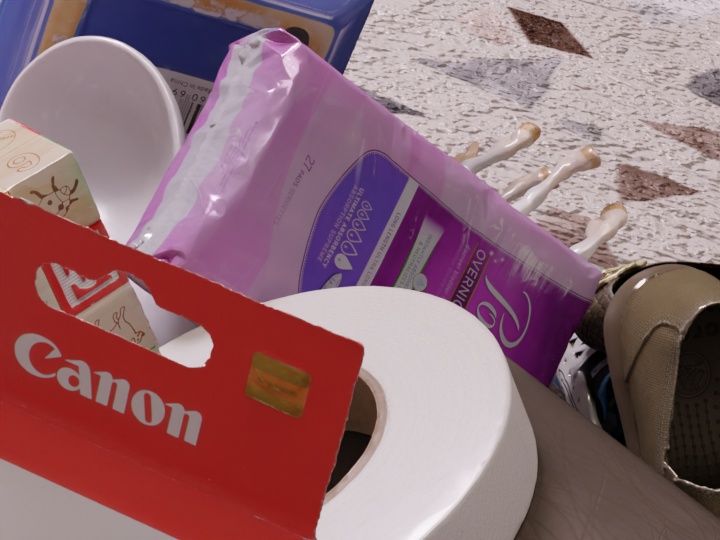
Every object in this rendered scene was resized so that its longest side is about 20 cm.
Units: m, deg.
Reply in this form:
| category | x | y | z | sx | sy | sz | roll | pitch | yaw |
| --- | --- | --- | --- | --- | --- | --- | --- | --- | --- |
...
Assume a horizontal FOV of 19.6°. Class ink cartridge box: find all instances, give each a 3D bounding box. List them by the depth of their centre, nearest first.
| category | x | y | z | sx | sy | sz | roll | pitch | yaw |
| --- | --- | --- | --- | --- | --- | --- | --- | --- | --- |
| ink cartridge box | -0.096 | 0.087 | 0.649 | 0.160 | 0.201 | 0.050 | 22 | 29 | 14 |

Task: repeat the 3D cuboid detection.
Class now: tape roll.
| category | x | y | z | sx | sy | sz | roll | pitch | yaw |
| --- | --- | --- | --- | --- | --- | --- | --- | --- | --- |
| tape roll | -0.035 | 0.079 | 0.761 | 0.201 | 0.037 | 0.203 | -17 | 30 | 10 |

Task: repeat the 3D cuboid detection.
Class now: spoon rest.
| category | x | y | z | sx | sy | sz | roll | pitch | yaw |
| --- | --- | --- | --- | --- | --- | --- | --- | --- | --- |
| spoon rest | -0.097 | -0.016 | 0.947 | 0.201 | 0.099 | 0.061 | 55 | 19 | 9 |

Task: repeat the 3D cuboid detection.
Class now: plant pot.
| category | x | y | z | sx | sy | sz | roll | pitch | yaw |
| --- | --- | --- | --- | --- | --- | --- | --- | --- | --- |
| plant pot | -0.102 | -0.135 | 1.098 | 0.199 | 0.201 | 0.180 | 15 | 35 | -16 |

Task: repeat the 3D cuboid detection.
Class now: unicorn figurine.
| category | x | y | z | sx | sy | sz | roll | pitch | yaw |
| --- | --- | --- | --- | --- | --- | --- | --- | --- | --- |
| unicorn figurine | 0.062 | -0.018 | 1.072 | 0.137 | 0.074 | 0.200 | -33 | 5 | -13 |

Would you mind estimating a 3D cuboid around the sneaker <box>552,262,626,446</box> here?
| category | x | y | z | sx | sy | sz | roll | pitch | yaw |
| --- | --- | --- | --- | --- | --- | --- | --- | --- | --- |
| sneaker | 0.127 | 0.048 | 1.004 | 0.072 | 0.073 | 0.200 | -27 | 37 | 1 |

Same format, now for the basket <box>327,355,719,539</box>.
| category | x | y | z | sx | sy | sz | roll | pitch | yaw |
| --- | --- | --- | --- | --- | --- | --- | --- | --- | --- |
| basket | 0.058 | 0.120 | 0.795 | 0.179 | 0.137 | 0.200 | -22 | 33 | -9 |

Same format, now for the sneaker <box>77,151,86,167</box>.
| category | x | y | z | sx | sy | sz | roll | pitch | yaw |
| --- | --- | --- | --- | --- | --- | --- | --- | --- | --- |
| sneaker | -0.069 | -0.013 | 1.015 | 0.199 | 0.088 | 0.074 | 19 | 28 | 6 |

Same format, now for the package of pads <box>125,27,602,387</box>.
| category | x | y | z | sx | sy | sz | roll | pitch | yaw |
| --- | --- | --- | --- | --- | --- | --- | --- | --- | --- |
| package of pads | 0.000 | 0.000 | 0.906 | 0.200 | 0.121 | 0.076 | 36 | -16 | -27 |

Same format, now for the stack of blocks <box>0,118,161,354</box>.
| category | x | y | z | sx | sy | sz | roll | pitch | yaw |
| --- | --- | --- | --- | --- | --- | --- | --- | --- | --- |
| stack of blocks | -0.176 | 0.047 | 0.749 | 0.199 | 0.116 | 0.058 | -32 | 30 | -21 |

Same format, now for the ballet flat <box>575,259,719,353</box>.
| category | x | y | z | sx | sy | sz | roll | pitch | yaw |
| --- | --- | --- | --- | --- | --- | --- | --- | --- | --- |
| ballet flat | 0.157 | 0.011 | 0.919 | 0.067 | 0.047 | 0.200 | -32 | 19 | -23 |

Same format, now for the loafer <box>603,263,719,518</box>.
| category | x | y | z | sx | sy | sz | roll | pitch | yaw |
| --- | --- | --- | --- | --- | --- | --- | --- | --- | --- |
| loafer | 0.148 | 0.095 | 0.840 | 0.076 | 0.201 | 0.067 | -19 | -1 | -8 |
